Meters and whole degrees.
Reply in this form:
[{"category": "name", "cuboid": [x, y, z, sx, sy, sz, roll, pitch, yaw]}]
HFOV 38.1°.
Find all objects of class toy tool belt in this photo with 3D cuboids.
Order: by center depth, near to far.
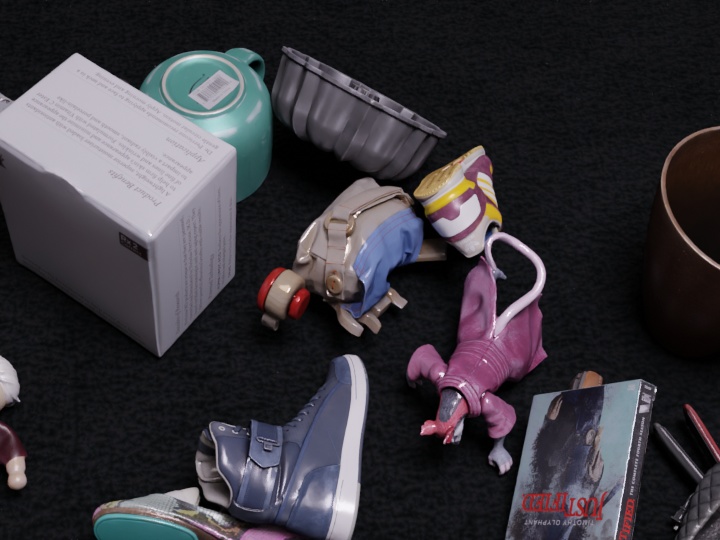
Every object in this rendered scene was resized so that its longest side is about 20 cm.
[{"category": "toy tool belt", "cuboid": [0.000, 0.000, 1.030, 0.122, 0.126, 0.200, 29, 46, 14]}]

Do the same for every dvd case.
[{"category": "dvd case", "cuboid": [0.179, 0.197, 0.886, 0.022, 0.145, 0.203, 23, 69, -23]}]

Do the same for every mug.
[{"category": "mug", "cuboid": [-0.171, -0.175, 1.136, 0.149, 0.115, 0.187, -5, 57, -9]}]

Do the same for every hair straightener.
[{"category": "hair straightener", "cuboid": [0.329, 0.230, 0.975, 0.076, 0.041, 0.202, -27, 67, 1]}]

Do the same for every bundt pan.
[{"category": "bundt pan", "cuboid": [-0.009, -0.160, 1.119, 0.200, 0.202, 0.077, 30, 101, 14]}]

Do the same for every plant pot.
[{"category": "plant pot", "cuboid": [0.354, -0.005, 1.028, 0.184, 0.201, 0.189, 3, 55, -5]}]

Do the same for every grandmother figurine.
[{"category": "grandmother figurine", "cuboid": [-0.352, 0.167, 0.921, 0.119, 0.061, 0.202, 15, 58, -7]}]

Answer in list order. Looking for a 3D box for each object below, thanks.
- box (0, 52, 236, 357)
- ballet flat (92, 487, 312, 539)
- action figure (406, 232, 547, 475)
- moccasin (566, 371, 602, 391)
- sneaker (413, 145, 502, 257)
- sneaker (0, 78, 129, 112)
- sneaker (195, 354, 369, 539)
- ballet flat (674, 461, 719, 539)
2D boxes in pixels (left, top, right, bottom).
[{"category": "box", "cuboid": [-0.232, -0.060, 1.000, 0.197, 0.201, 0.131, 31, 56, 14]}, {"category": "ballet flat", "cuboid": [-0.130, 0.228, 0.906, 0.197, 0.070, 0.072, 16, 37, -1]}, {"category": "action figure", "cuboid": [0.120, 0.090, 0.979, 0.133, 0.150, 0.200, 31, 44, 7]}, {"category": "moccasin", "cuboid": [0.214, 0.191, 0.957, 0.076, 0.074, 0.204, 8, 56, -4]}, {"category": "sneaker", "cuboid": [0.111, -0.069, 1.102, 0.091, 0.074, 0.200, 59, 23, -6]}, {"category": "sneaker", "cuboid": [-0.356, -0.177, 1.143, 0.199, 0.076, 0.115, -37, 64, -25]}, {"category": "sneaker", "cuboid": [-0.069, 0.141, 0.935, 0.144, 0.078, 0.204, 12, 39, -5]}, {"category": "ballet flat", "cuboid": [0.303, 0.258, 0.913, 0.066, 0.057, 0.203, 21, 75, 4]}]
